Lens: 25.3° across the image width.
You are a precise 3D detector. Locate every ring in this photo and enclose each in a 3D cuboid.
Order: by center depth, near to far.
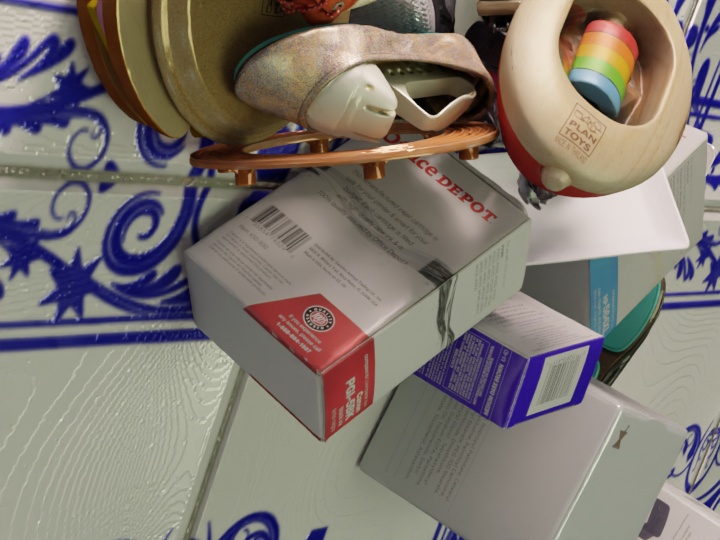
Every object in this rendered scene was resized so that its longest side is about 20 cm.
[{"bbox_3d":[-0.010,-0.075,1.023,0.199,0.199,0.019,-15,105,-48],"label":"ring"}]

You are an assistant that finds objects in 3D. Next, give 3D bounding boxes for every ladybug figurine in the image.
[{"bbox_3d":[0.145,-0.118,1.038,0.072,0.135,0.201,-42,-167,49],"label":"ladybug figurine"}]

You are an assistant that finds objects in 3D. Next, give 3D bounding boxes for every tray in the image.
[{"bbox_3d":[0.154,-0.048,1.276,0.198,0.108,0.022,-5,147,-12],"label":"tray"}]

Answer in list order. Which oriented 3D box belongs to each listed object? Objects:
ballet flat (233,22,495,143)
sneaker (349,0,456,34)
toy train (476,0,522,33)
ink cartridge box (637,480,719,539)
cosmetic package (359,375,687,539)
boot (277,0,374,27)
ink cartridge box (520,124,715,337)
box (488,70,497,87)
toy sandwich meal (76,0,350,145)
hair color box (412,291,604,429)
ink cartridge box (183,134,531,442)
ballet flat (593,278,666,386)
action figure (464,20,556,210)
[{"bbox_3d":[0.013,-0.112,0.983,0.199,0.067,0.068,-13,146,-42],"label":"ballet flat"},{"bbox_3d":[0.045,-0.183,1.124,0.200,0.075,0.115,73,35,-68],"label":"sneaker"},{"bbox_3d":[0.100,-0.244,1.103,0.046,0.034,0.202,76,16,-53],"label":"toy train"},{"bbox_3d":[0.321,0.272,1.731,0.085,0.199,0.145,-58,147,1],"label":"ink cartridge box"},{"bbox_3d":[0.143,0.156,1.397,0.167,0.199,0.168,23,95,-56],"label":"cosmetic package"},{"bbox_3d":[-0.036,-0.183,0.914,0.199,0.075,0.108,-31,132,-48],"label":"boot"},{"bbox_3d":[0.209,-0.054,1.397,0.200,0.128,0.126,-40,142,-29],"label":"ink cartridge box"},{"bbox_3d":[0.161,-0.202,1.249,0.095,0.099,0.201,-36,139,-33],"label":"box"},{"bbox_3d":[-0.082,-0.167,0.978,0.205,0.070,0.207,-28,125,-49],"label":"toy sandwich meal"},{"bbox_3d":[0.069,0.040,1.208,0.109,0.199,0.065,-9,123,-51],"label":"hair color box"},{"bbox_3d":[0.000,0.000,1.115,0.199,0.147,0.083,-35,147,-26],"label":"ink cartridge box"},{"bbox_3d":[0.241,0.079,1.608,0.201,0.068,0.068,-56,158,10],"label":"ballet flat"},{"bbox_3d":[0.140,-0.110,1.165,0.199,0.069,0.131,14,106,-51],"label":"action figure"}]
